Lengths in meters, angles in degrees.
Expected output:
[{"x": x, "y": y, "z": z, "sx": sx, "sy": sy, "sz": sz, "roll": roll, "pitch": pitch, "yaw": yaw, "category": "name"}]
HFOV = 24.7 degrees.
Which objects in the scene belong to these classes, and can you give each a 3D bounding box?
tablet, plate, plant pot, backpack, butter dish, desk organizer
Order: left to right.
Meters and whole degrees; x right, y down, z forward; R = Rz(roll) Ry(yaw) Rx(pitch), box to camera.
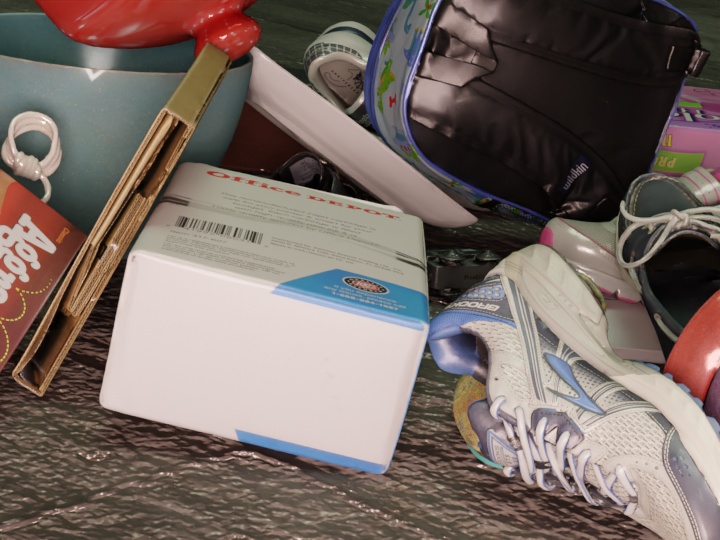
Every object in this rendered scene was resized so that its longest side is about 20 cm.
[{"x": -0.176, "y": -0.084, "z": 1.069, "sx": 0.199, "sy": 0.135, "sz": 0.200, "roll": 7, "pitch": 17, "yaw": -2, "category": "plant pot"}, {"x": -0.109, "y": -0.194, "z": 1.005, "sx": 0.200, "sy": 0.148, "sz": 0.199, "roll": -33, "pitch": -11, "yaw": 36, "category": "butter dish"}, {"x": -0.079, "y": -0.125, "z": 1.348, "sx": 0.199, "sy": 0.077, "sz": 0.072, "roll": 7, "pitch": 16, "yaw": -1, "category": "desk organizer"}, {"x": -0.019, "y": -0.095, "z": 1.198, "sx": 0.199, "sy": 0.032, "sz": 0.200, "roll": 36, "pitch": 1, "yaw": -13, "category": "plate"}, {"x": 0.106, "y": -0.133, "z": 1.144, "sx": 0.199, "sy": 0.184, "sz": 0.147, "roll": 19, "pitch": 9, "yaw": -26, "category": "backpack"}, {"x": 0.179, "y": 0.023, "z": 1.076, "sx": 0.130, "sy": 0.014, "sz": 0.200, "roll": 6, "pitch": 16, "yaw": -3, "category": "tablet"}]

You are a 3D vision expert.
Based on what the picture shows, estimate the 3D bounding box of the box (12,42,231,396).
[{"x": -0.125, "y": -0.034, "z": 0.893, "sx": 0.021, "sy": 0.164, "sz": 0.200, "roll": 29, "pitch": 15, "yaw": -8, "category": "box"}]

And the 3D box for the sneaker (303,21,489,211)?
[{"x": 0.037, "y": -0.108, "z": 1.268, "sx": 0.200, "sy": 0.076, "sz": 0.081, "roll": 36, "pitch": 18, "yaw": -7, "category": "sneaker"}]

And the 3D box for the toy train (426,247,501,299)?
[{"x": 0.000, "y": 0.000, "z": 1.041, "sx": 0.199, "sy": 0.034, "sz": 0.046, "roll": -1, "pitch": 15, "yaw": -26, "category": "toy train"}]

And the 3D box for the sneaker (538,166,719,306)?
[{"x": 0.213, "y": -0.028, "z": 1.080, "sx": 0.199, "sy": 0.089, "sz": 0.081, "roll": 1, "pitch": 17, "yaw": -17, "category": "sneaker"}]

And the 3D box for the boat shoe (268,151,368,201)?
[{"x": -0.041, "y": -0.048, "z": 1.123, "sx": 0.070, "sy": 0.066, "sz": 0.200, "roll": 14, "pitch": 17, "yaw": 21, "category": "boat shoe"}]

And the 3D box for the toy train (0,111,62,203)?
[{"x": -0.248, "y": -0.040, "z": 0.867, "sx": 0.199, "sy": 0.151, "sz": 0.056, "roll": 3, "pitch": -5, "yaw": -27, "category": "toy train"}]

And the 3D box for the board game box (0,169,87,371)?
[{"x": -0.206, "y": 0.005, "z": 0.788, "sx": 0.103, "sy": 0.019, "sz": 0.200, "roll": 39, "pitch": 29, "yaw": -13, "category": "board game box"}]

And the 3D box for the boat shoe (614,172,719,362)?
[{"x": 0.188, "y": -0.001, "z": 0.956, "sx": 0.075, "sy": 0.062, "sz": 0.200, "roll": -8, "pitch": 40, "yaw": 7, "category": "boat shoe"}]

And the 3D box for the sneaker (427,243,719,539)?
[{"x": 0.097, "y": 0.075, "z": 0.759, "sx": 0.085, "sy": 0.077, "sz": 0.200, "roll": -24, "pitch": 45, "yaw": -16, "category": "sneaker"}]

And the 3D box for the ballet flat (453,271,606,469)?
[{"x": 0.094, "y": 0.043, "z": 0.881, "sx": 0.070, "sy": 0.071, "sz": 0.200, "roll": 11, "pitch": 17, "yaw": 14, "category": "ballet flat"}]

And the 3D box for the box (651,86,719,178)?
[{"x": 0.239, "y": -0.090, "z": 1.333, "sx": 0.175, "sy": 0.097, "sz": 0.200, "roll": 5, "pitch": 17, "yaw": -8, "category": "box"}]

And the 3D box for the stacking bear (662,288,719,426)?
[{"x": 0.238, "y": 0.087, "z": 0.725, "sx": 0.114, "sy": 0.122, "sz": 0.200, "roll": 9, "pitch": 21, "yaw": -43, "category": "stacking bear"}]

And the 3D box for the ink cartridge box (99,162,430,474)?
[{"x": -0.044, "y": 0.017, "z": 0.859, "sx": 0.145, "sy": 0.085, "sz": 0.200, "roll": 13, "pitch": 15, "yaw": -2, "category": "ink cartridge box"}]
